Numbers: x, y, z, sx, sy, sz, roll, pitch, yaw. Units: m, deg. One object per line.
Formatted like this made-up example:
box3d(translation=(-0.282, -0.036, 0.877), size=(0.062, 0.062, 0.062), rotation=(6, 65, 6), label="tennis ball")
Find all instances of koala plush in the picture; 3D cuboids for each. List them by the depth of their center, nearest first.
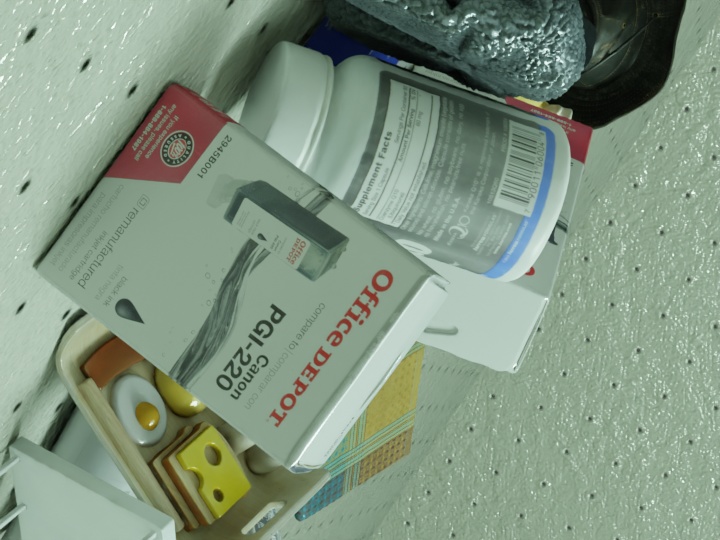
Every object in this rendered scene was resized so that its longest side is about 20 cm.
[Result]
box3d(translation=(0.088, -0.227, 1.367), size=(0.200, 0.184, 0.177), rotation=(-64, 172, -6), label="koala plush")

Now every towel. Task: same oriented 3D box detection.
box3d(translation=(0.001, 0.094, 1.749), size=(0.147, 0.022, 0.200), rotation=(-27, 134, -43), label="towel")

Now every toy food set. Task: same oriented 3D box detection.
box3d(translation=(-0.109, 0.093, 1.477), size=(0.060, 0.200, 0.143), rotation=(-26, -171, 37), label="toy food set")

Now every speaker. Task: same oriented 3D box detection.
box3d(translation=(-0.190, 0.148, 1.573), size=(0.200, 0.081, 0.081), rotation=(-58, 169, 26), label="speaker")

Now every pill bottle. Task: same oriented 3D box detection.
box3d(translation=(0.025, -0.073, 1.401), size=(0.114, 0.200, 0.114), rotation=(-162, -90, -75), label="pill bottle")

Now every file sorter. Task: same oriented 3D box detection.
box3d(translation=(-0.213, 0.247, 1.473), size=(0.125, 0.139, 0.200), rotation=(-40, 143, -38), label="file sorter")

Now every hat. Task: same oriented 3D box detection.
box3d(translation=(0.194, -0.229, 1.919), size=(0.081, 0.201, 0.201), rotation=(19, 111, -47), label="hat")

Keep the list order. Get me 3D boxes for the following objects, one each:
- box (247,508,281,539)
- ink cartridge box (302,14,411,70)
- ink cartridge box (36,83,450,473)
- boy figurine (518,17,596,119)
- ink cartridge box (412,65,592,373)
box3d(translation=(-0.156, 0.233, 1.863), size=(0.157, 0.050, 0.200), rotation=(-11, 169, 2), label="box")
box3d(translation=(-0.007, -0.134, 1.550), size=(0.094, 0.044, 0.200), rotation=(-54, 170, -8), label="ink cartridge box")
box3d(translation=(-0.068, 0.006, 1.286), size=(0.146, 0.200, 0.085), rotation=(-54, 170, 2), label="ink cartridge box")
box3d(translation=(0.128, -0.163, 1.896), size=(0.200, 0.124, 0.065), rotation=(-39, -158, 55), label="boy figurine")
box3d(translation=(0.075, -0.041, 1.550), size=(0.200, 0.145, 0.084), rotation=(-71, -178, -47), label="ink cartridge box")
